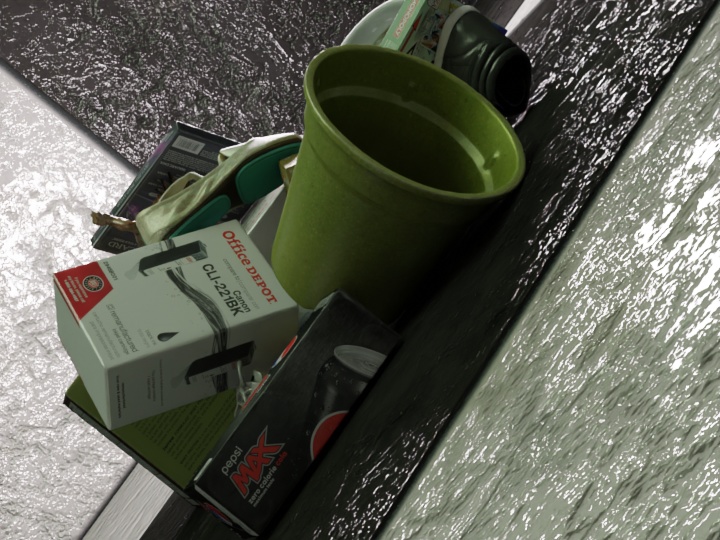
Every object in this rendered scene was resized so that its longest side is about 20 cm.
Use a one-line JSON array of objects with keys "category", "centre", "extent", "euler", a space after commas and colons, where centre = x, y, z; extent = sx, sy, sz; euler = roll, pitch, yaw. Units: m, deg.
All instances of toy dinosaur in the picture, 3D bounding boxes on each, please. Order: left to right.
[{"category": "toy dinosaur", "centre": [-0.192, -0.050, 1.593], "extent": [0.135, 0.087, 0.199], "euler": [-33, 26, -36]}]

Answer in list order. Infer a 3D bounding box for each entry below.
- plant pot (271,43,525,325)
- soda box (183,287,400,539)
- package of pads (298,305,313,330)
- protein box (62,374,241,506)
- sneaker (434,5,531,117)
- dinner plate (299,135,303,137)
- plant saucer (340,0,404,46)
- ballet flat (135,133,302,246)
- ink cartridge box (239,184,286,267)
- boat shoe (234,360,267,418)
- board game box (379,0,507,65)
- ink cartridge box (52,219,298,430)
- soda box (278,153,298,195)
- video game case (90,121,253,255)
[{"category": "plant pot", "centre": [0.012, -0.058, 1.271], "extent": [0.185, 0.199, 0.201], "euler": [-62, -1, 34]}, {"category": "soda box", "centre": [-0.054, 0.115, 1.194], "extent": [0.201, 0.071, 0.063], "euler": [-54, 4, -18]}, {"category": "package of pads", "centre": [0.000, 0.000, 1.514], "extent": [0.155, 0.068, 0.200], "euler": [-51, 5, 14]}, {"category": "protein box", "centre": [-0.202, 0.129, 1.695], "extent": [0.199, 0.199, 0.135], "euler": [-53, 6, -15]}, {"category": "sneaker", "centre": [0.120, -0.162, 1.537], "extent": [0.070, 0.099, 0.202], "euler": [-19, -48, -33]}, {"category": "dinner plate", "centre": [-0.073, -0.137, 1.798], "extent": [0.200, 0.197, 0.025], "euler": [147, 121, -75]}, {"category": "plant saucer", "centre": [0.030, -0.211, 1.681], "extent": [0.199, 0.050, 0.202], "euler": [-32, 43, 36]}, {"category": "ballet flat", "centre": [-0.141, -0.090, 1.497], "extent": [0.199, 0.062, 0.068], "euler": [-36, -29, -19]}, {"category": "ink cartridge box", "centre": [-0.076, -0.052, 1.634], "extent": [0.146, 0.085, 0.200], "euler": [-53, 10, -2]}, {"category": "boat shoe", "centre": [-0.084, 0.116, 1.371], "extent": [0.203, 0.086, 0.075], "euler": [-52, 5, -3]}, {"category": "board game box", "centre": [0.059, -0.190, 1.558], "extent": [0.029, 0.134, 0.202], "euler": [40, 106, 41]}, {"category": "ink cartridge box", "centre": [-0.174, 0.047, 1.415], "extent": [0.198, 0.145, 0.084], "euler": [-17, -44, -24]}, {"category": "soda box", "centre": [0.022, -0.106, 1.475], "extent": [0.198, 0.069, 0.064], "euler": [-20, 14, -6]}, {"category": "video game case", "centre": [-0.199, -0.077, 1.693], "extent": [0.200, 0.142, 0.019], "euler": [-47, 43, 33]}]
